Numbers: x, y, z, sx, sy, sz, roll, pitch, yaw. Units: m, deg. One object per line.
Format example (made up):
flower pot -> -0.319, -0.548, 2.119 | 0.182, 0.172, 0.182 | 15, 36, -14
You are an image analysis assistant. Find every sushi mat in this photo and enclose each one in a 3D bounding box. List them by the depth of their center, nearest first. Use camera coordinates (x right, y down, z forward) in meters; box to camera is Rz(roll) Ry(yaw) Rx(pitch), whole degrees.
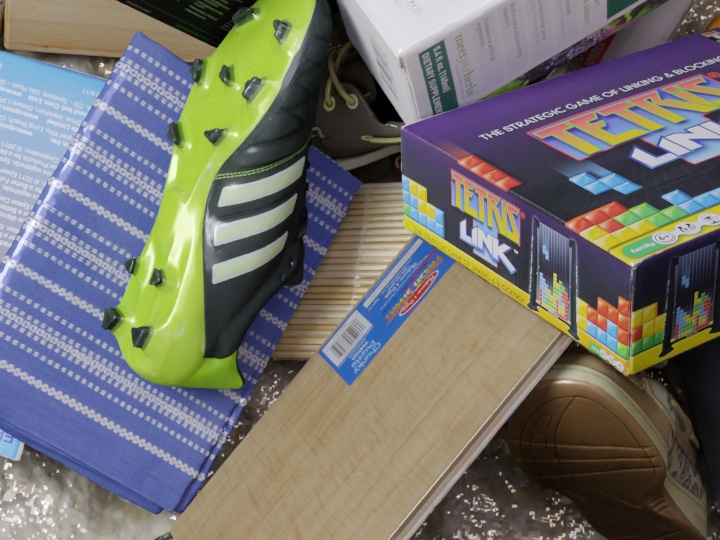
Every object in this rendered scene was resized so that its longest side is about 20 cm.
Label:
sushi mat -> 0.000, 0.000, 0.832 | 0.199, 0.012, 0.096 | -1, 70, 25

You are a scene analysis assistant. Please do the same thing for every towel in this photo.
towel -> -0.102, 0.006, 0.801 | 0.144, 0.024, 0.201 | 32, 83, -23

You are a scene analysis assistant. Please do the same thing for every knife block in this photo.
knife block -> -0.160, -0.152, 0.874 | 0.200, 0.064, 0.176 | 42, 63, 8

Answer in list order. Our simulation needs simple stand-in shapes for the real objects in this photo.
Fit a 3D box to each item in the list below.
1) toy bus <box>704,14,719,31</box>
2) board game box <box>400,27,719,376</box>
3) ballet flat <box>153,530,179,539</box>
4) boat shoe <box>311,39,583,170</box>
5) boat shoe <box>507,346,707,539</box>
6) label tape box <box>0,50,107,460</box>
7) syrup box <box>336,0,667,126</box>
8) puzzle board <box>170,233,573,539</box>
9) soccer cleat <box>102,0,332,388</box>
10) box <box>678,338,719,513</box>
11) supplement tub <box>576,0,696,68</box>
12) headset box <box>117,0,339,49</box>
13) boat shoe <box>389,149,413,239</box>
toy bus -> 0.176, -0.053, 0.880 | 0.065, 0.078, 0.201 | 32, 73, 6
board game box -> 0.144, -0.042, 0.731 | 0.199, 0.057, 0.165 | -20, 34, -27
ballet flat -> -0.016, 0.166, 0.793 | 0.199, 0.075, 0.068 | 18, 72, 1
boat shoe -> 0.016, -0.094, 0.833 | 0.200, 0.060, 0.073 | 0, 66, 17
boat shoe -> 0.122, 0.078, 0.783 | 0.073, 0.200, 0.063 | 0, 63, 24
label tape box -> -0.207, -0.014, 0.842 | 0.142, 0.066, 0.201 | 16, 76, 1
syrup box -> 0.089, -0.154, 0.758 | 0.199, 0.079, 0.082 | -30, 63, -5
puzzle board -> 0.001, 0.080, 0.748 | 0.017, 0.151, 0.200 | 41, 89, -29
soccer cleat -> -0.054, -0.038, 0.770 | 0.081, 0.067, 0.201 | 17, 99, -41
box -> 0.243, 0.061, 0.808 | 0.140, 0.079, 0.201 | -16, 92, -24
supplement tub -> 0.094, -0.194, 0.886 | 0.199, 0.140, 0.141 | 33, 72, 6
headset box -> -0.023, -0.200, 0.751 | 0.199, 0.174, 0.093 | -35, 77, 15
boat shoe -> 0.046, -0.025, 0.869 | 0.070, 0.070, 0.201 | -10, 64, 20
